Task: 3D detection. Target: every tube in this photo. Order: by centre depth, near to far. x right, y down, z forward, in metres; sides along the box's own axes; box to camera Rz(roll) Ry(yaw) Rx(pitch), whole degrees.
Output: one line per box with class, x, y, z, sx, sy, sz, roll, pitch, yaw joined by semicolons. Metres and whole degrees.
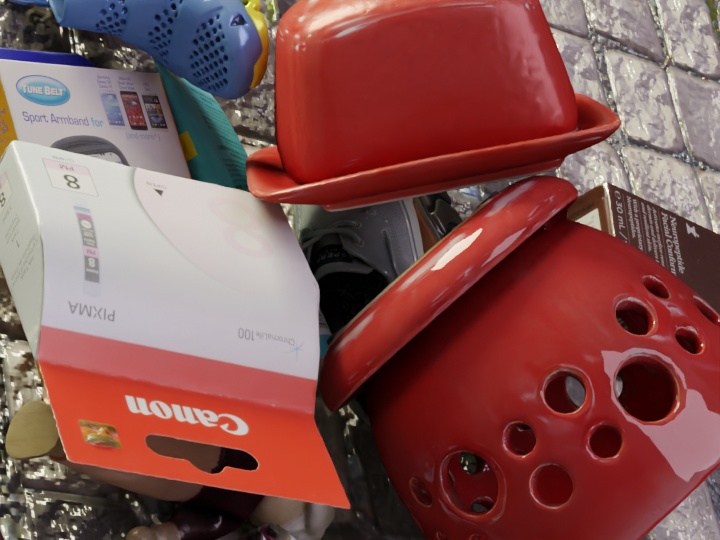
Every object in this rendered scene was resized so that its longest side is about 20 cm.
tube;-0.069;-0.029;1.371;0.077;0.050;0.201;41;26;-72

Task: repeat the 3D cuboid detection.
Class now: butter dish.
butter dish;0.027;-0.122;1.303;0.199;0.199;0.148;-110;-170;-79

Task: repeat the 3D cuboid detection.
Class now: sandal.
sandal;-0.137;-0.153;1.334;0.200;0.080;0.087;34;44;23

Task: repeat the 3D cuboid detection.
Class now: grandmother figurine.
grandmother figurine;-0.085;0.094;1.251;0.200;0.121;0.061;32;3;-40

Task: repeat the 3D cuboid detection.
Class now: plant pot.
plant pot;0.095;0.061;1.277;0.183;0.200;0.200;50;38;4

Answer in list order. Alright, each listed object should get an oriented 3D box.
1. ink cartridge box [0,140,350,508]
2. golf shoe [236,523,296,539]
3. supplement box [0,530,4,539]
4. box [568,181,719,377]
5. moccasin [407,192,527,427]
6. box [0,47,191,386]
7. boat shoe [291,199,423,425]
ink cartridge box;-0.090;0.023;1.190;0.162;0.057;0.200;13;29;-31
golf shoe;-0.054;0.225;1.196;0.092;0.073;0.201;32;53;-26
supplement box;-0.221;0.131;1.088;0.109;0.061;0.201;-11;74;-50
box;0.214;0.026;1.615;0.200;0.075;0.100;22;50;-38
moccasin;0.057;0.041;1.443;0.202;0.078;0.074;56;23;5
box;-0.143;-0.037;1.304;0.119;0.041;0.201;0;67;-46
boat shoe;-0.001;0.001;1.394;0.071;0.070;0.201;12;57;-66
